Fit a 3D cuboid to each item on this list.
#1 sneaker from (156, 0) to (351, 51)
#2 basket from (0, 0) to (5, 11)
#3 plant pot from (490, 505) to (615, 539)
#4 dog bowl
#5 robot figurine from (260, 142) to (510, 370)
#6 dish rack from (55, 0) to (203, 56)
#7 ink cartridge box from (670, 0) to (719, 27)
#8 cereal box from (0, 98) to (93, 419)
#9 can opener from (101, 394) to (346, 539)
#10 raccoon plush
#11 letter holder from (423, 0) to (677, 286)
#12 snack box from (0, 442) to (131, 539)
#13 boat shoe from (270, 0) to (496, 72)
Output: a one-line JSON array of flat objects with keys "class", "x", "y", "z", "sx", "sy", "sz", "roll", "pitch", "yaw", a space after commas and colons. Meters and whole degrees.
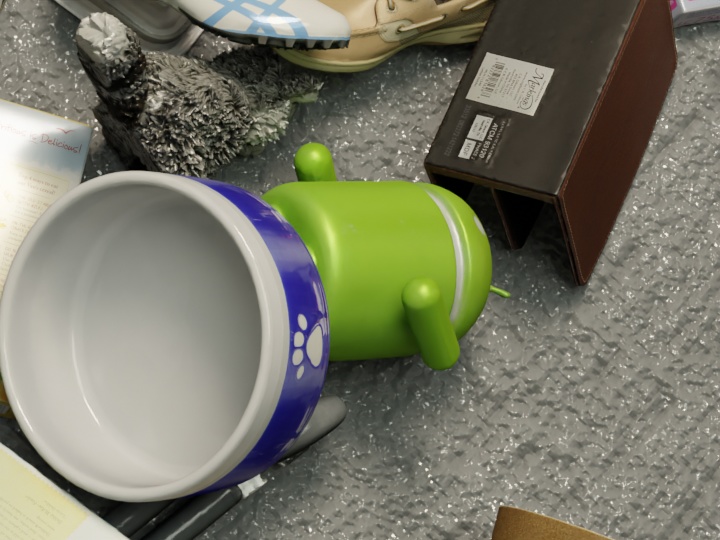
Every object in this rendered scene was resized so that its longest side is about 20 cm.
[{"class": "sneaker", "x": -0.097, "y": -0.192, "z": 1.726, "sx": 0.199, "sy": 0.072, "sz": 0.073, "roll": 21, "pitch": 97, "yaw": 9}, {"class": "basket", "x": -0.321, "y": -0.243, "z": 1.702, "sx": 0.199, "sy": 0.181, "sz": 0.136, "roll": 22, "pitch": 44, "yaw": 1}, {"class": "plant pot", "x": 0.137, "y": 0.275, "z": 1.672, "sx": 0.186, "sy": 0.186, "sz": 0.201, "roll": 25, "pitch": 81, "yaw": -8}, {"class": "dog bowl", "x": -0.121, "y": 0.040, "z": 1.626, "sx": 0.079, "sy": 0.200, "sz": 0.201, "roll": 2, "pitch": 66, "yaw": -61}, {"class": "robot figurine", "x": 0.000, "y": 0.000, "z": 1.725, "sx": 0.199, "sy": 0.116, "sz": 0.176, "roll": -2, "pitch": 35, "yaw": -35}, {"class": "dish rack", "x": -0.164, "y": -0.256, "z": 1.810, "sx": 0.200, "sy": 0.044, "sz": 0.172, "roll": 37, "pitch": 65, "yaw": -4}, {"class": "ink cartridge box", "x": 0.253, "y": -0.284, "z": 1.954, "sx": 0.119, "sy": 0.042, "sz": 0.201, "roll": -11, "pitch": 75, "yaw": -21}, {"class": "cereal box", "x": -0.264, "y": -0.019, "z": 1.702, "sx": 0.143, "sy": 0.040, "sz": 0.201, "roll": 17, "pitch": 68, "yaw": -12}, {"class": "can opener", "x": -0.099, "y": 0.134, "z": 1.694, "sx": 0.200, "sy": 0.066, "sz": 0.053, "roll": -38, "pitch": 88, "yaw": -20}, {"class": "raccoon plush", "x": -0.097, "y": -0.125, "z": 1.714, "sx": 0.134, "sy": 0.200, "sz": 0.097, "roll": -40, "pitch": 71, "yaw": -14}, {"class": "letter holder", "x": 0.138, "y": -0.109, "z": 1.837, "sx": 0.100, "sy": 0.142, "sz": 0.200, "roll": 15, "pitch": 66, "yaw": 22}, {"class": "snack box", "x": -0.224, "y": 0.177, "z": 1.617, "sx": 0.200, "sy": 0.037, "sz": 0.116, "roll": 35, "pitch": 64, "yaw": 18}, {"class": "boat shoe", "x": 0.020, "y": -0.188, "z": 1.809, "sx": 0.200, "sy": 0.065, "sz": 0.071, "roll": -16, "pitch": 59, "yaw": -36}]
